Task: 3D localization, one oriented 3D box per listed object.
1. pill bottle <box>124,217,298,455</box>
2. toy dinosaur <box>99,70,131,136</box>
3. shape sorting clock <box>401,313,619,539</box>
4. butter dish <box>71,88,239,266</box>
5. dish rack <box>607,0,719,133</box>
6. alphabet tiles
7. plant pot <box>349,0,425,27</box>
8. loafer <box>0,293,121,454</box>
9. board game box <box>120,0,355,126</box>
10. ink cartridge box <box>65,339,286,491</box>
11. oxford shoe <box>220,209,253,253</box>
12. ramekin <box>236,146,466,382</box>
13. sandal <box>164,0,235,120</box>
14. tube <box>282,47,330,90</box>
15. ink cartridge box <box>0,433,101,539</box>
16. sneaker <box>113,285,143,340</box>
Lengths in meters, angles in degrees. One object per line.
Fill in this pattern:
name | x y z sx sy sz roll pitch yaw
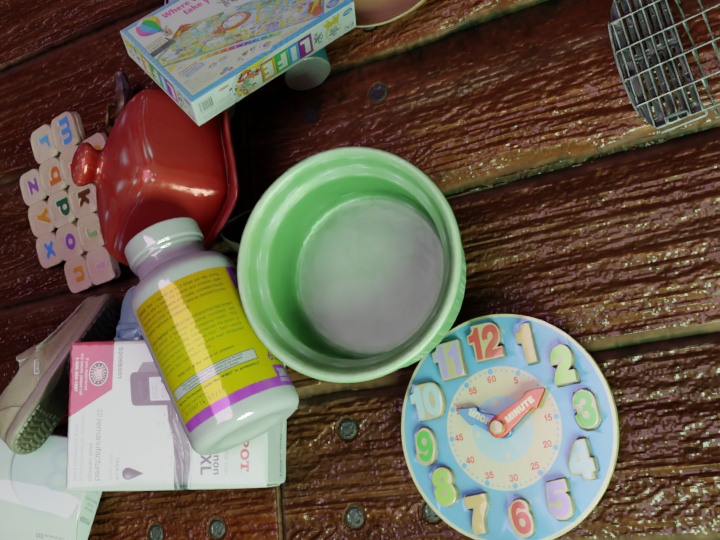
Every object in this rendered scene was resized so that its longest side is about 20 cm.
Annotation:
pill bottle | -0.141 0.055 0.844 0.104 0.104 0.201 -33 74 20
toy dinosaur | -0.302 -0.135 1.122 0.106 0.060 0.201 33 98 59
shape sorting clock | 0.124 0.138 0.818 0.199 0.039 0.202 -7 76 29
butter dish | -0.220 -0.094 0.957 0.200 0.147 0.201 -51 39 40
dish rack | 0.311 -0.203 0.773 0.199 0.054 0.155 -21 69 27
alphabet tiles | -0.336 -0.078 1.103 0.195 0.015 0.202 -17 88 42
plant pot | 0.025 -0.346 0.982 0.199 0.027 0.202 -7 76 29
loafer | -0.341 0.104 1.041 0.068 0.076 0.201 23 65 19
board game box | -0.123 -0.245 0.951 0.199 0.034 0.134 -36 61 -17
ink cartridge box | -0.178 0.141 0.924 0.198 0.083 0.147 -3 78 5
oxford shoe | -0.049 -0.044 0.934 0.199 0.075 0.071 -16 72 26
ramekin | 0.000 0.000 0.833 0.198 0.098 0.202 -3 81 16
sandal | -0.192 -0.258 1.059 0.059 0.079 0.208 -16 74 23
tube | -0.085 -0.289 1.027 0.077 0.050 0.201 -24 63 7
ink cartridge box | -0.376 0.275 1.020 0.159 0.047 0.201 7 64 12
sneaker | -0.249 0.109 1.015 0.073 0.082 0.202 -11 74 27
